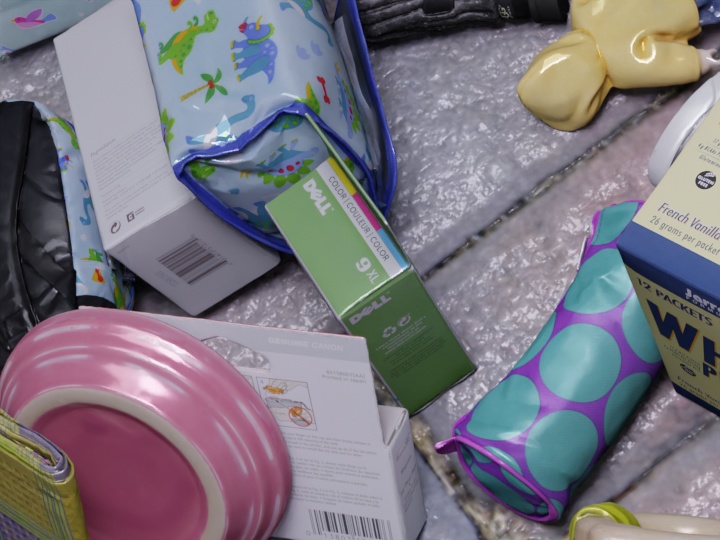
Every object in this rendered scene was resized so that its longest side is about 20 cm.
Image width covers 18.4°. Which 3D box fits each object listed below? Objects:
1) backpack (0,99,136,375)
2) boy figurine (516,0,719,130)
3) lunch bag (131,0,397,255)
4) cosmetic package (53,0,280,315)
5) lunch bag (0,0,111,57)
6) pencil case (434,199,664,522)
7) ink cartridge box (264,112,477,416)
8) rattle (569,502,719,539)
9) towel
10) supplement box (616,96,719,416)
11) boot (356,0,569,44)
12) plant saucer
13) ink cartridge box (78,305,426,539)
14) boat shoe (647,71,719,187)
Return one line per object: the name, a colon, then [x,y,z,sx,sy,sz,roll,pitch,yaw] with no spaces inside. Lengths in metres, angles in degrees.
backpack: [-0.232,-0.016,1.526,0.162,0.153,0.202,-25,73,27]
boy figurine: [0.195,-0.165,1.501,0.200,0.065,0.124,-40,58,-4]
lunch bag: [-0.049,-0.111,1.474,0.127,0.200,0.171,-23,58,15]
cosmetic package: [-0.135,-0.084,1.527,0.081,0.113,0.201,-29,54,17]
lunch bag: [-0.227,-0.285,1.680,0.169,0.122,0.201,-16,51,13]
pencil case: [0.138,0.055,1.389,0.092,0.085,0.201,32,75,14]
ink cartridge box: [0.000,0.000,1.397,0.059,0.200,0.104,-34,57,0]
rattle: [0.220,0.204,1.292,0.198,0.130,0.144,6,74,-7]
towel: [-0.213,0.152,1.395,0.143,0.201,0.023,27,56,30]
supplement box: [0.275,-0.017,1.312,0.134,0.200,0.201,29,75,30]
boot: [0.071,-0.264,1.587,0.156,0.080,0.213,-3,63,18]
plant saucer: [-0.142,0.118,1.384,0.199,0.202,0.051,7,38,22]
ink cartridge box: [-0.067,0.090,1.389,0.198,0.175,0.044,6,36,22]
boat shoe: [0.277,-0.108,1.438,0.199,0.071,0.064,-37,56,-5]
